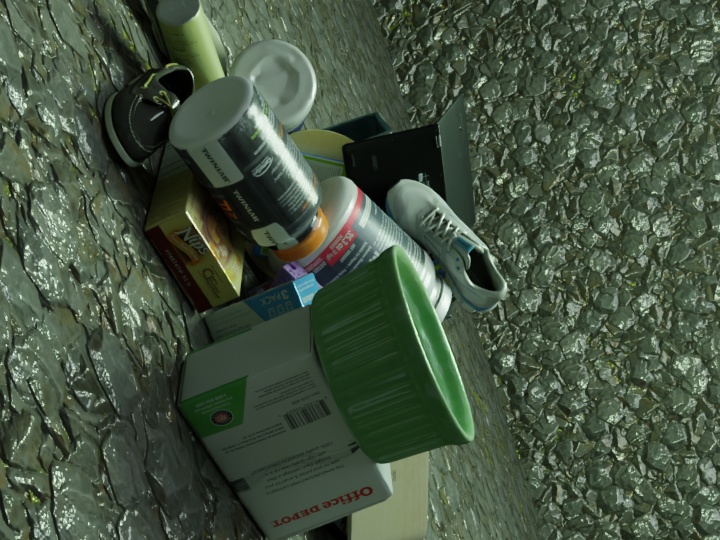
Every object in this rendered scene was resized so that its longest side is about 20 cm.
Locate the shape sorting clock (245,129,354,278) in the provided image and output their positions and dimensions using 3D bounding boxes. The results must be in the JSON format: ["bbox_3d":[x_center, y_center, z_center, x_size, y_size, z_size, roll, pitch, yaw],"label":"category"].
[{"bbox_3d":[-0.061,-0.078,1.496,0.202,0.198,0.039,65,-7,-17],"label":"shape sorting clock"}]

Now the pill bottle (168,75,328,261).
[{"bbox_3d":[-0.108,-0.099,1.247,0.201,0.105,0.107,55,18,-39],"label":"pill bottle"}]

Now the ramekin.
[{"bbox_3d":[0.029,0.087,1.138,0.200,0.096,0.203,-23,90,-81],"label":"ramekin"}]

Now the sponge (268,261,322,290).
[{"bbox_3d":[-0.036,0.095,1.313,0.200,0.112,0.030,42,30,15],"label":"sponge"}]

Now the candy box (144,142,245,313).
[{"bbox_3d":[-0.173,-0.061,1.283,0.201,0.055,0.116,-93,158,-57],"label":"candy box"}]

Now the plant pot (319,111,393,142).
[{"bbox_3d":[-0.029,-0.082,1.623,0.196,0.193,0.203,-110,-178,-74],"label":"plant pot"}]

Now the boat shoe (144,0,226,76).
[{"bbox_3d":[-0.222,-0.294,1.446,0.062,0.071,0.202,25,-37,44],"label":"boat shoe"}]

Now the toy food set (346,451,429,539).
[{"bbox_3d":[0.015,0.242,1.403,0.142,0.060,0.204,3,87,-48],"label":"toy food set"}]

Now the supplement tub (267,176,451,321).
[{"bbox_3d":[0.000,0.000,1.405,0.200,0.140,0.141,42,22,-21],"label":"supplement tub"}]

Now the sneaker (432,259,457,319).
[{"bbox_3d":[0.074,0.062,1.545,0.082,0.199,0.071,15,39,-50],"label":"sneaker"}]

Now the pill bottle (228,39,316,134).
[{"bbox_3d":[-0.124,-0.212,1.519,0.200,0.109,0.113,137,-66,-75],"label":"pill bottle"}]

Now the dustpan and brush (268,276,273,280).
[{"bbox_3d":[-0.056,0.072,1.541,0.199,0.058,0.139,35,-21,-12],"label":"dustpan and brush"}]

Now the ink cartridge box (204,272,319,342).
[{"bbox_3d":[-0.074,0.120,1.270,0.203,0.114,0.068,69,19,-2],"label":"ink cartridge box"}]

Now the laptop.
[{"bbox_3d":[0.070,-0.109,1.538,0.116,0.197,0.190,-126,-156,-64],"label":"laptop"}]

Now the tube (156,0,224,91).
[{"bbox_3d":[-0.187,-0.233,1.358,0.058,0.051,0.201,54,-13,28],"label":"tube"}]

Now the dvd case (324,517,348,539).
[{"bbox_3d":[-0.005,0.219,1.426,0.143,0.017,0.202,57,46,-44],"label":"dvd case"}]

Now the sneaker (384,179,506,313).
[{"bbox_3d":[0.112,-0.037,1.438,0.200,0.075,0.087,46,-14,-2],"label":"sneaker"}]

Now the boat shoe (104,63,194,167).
[{"bbox_3d":[-0.219,-0.172,1.247,0.202,0.060,0.072,-88,153,-63],"label":"boat shoe"}]

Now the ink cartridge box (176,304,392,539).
[{"bbox_3d":[-0.071,0.155,1.168,0.085,0.144,0.202,-95,161,-57],"label":"ink cartridge box"}]

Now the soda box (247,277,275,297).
[{"bbox_3d":[-0.069,0.104,1.463,0.070,0.063,0.203,-35,104,-78],"label":"soda box"}]
